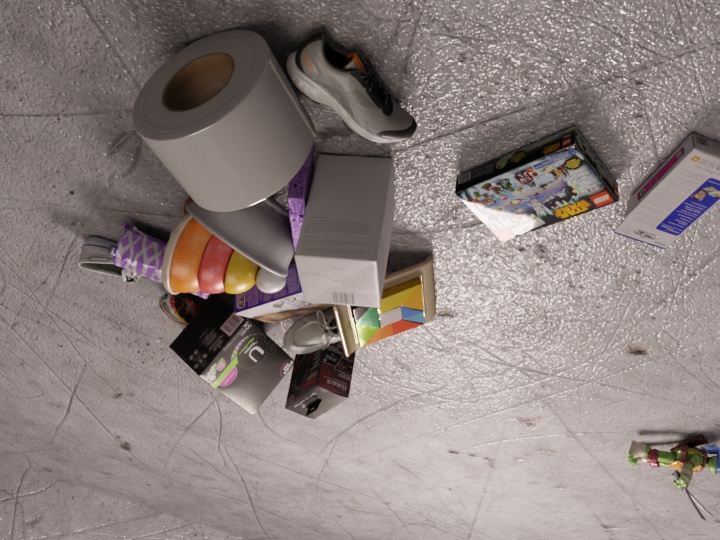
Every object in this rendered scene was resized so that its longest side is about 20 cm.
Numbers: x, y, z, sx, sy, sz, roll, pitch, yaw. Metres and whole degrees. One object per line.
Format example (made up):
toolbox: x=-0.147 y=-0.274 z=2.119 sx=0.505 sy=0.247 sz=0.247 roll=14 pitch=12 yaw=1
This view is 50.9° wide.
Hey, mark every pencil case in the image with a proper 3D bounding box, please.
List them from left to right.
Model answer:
pencil case: x=-0.356 y=-0.018 z=1.402 sx=0.199 sy=0.084 sz=0.086 roll=22 pitch=105 yaw=-7

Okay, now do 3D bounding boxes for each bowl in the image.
bowl: x=-0.175 y=-0.082 z=1.225 sx=0.201 sy=0.091 sz=0.201 roll=37 pitch=-177 yaw=-2

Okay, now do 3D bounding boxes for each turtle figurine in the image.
turtle figurine: x=0.708 y=0.470 z=1.718 sx=0.193 sy=0.144 sz=0.201 roll=11 pitch=106 yaw=32

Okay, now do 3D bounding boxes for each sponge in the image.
sponge: x=-0.088 y=-0.093 z=1.201 sx=0.030 sy=0.112 sz=0.200 roll=3 pitch=145 yaw=3

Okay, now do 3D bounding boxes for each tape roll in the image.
tape roll: x=-0.179 y=-0.198 z=1.001 sx=0.202 sy=0.204 sz=0.139 roll=-7 pitch=142 yaw=24

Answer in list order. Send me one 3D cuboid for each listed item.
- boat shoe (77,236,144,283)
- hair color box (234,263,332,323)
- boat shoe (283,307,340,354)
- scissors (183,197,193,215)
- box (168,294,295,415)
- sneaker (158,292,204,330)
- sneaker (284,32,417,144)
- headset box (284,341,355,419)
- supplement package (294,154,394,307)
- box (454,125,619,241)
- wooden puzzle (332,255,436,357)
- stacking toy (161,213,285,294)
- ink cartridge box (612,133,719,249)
boat shoe: x=-0.444 y=-0.005 z=1.465 sx=0.199 sy=0.067 sz=0.074 roll=12 pitch=146 yaw=-1
hair color box: x=-0.130 y=0.042 z=1.421 sx=0.199 sy=0.065 sz=0.109 roll=-16 pitch=157 yaw=36
boat shoe: x=-0.051 y=0.106 z=1.427 sx=0.201 sy=0.075 sz=0.086 roll=-18 pitch=178 yaw=-4
scissors: x=-0.304 y=-0.076 z=1.376 sx=0.073 sy=0.014 sz=0.200 roll=23 pitch=145 yaw=-20
box: x=-0.257 y=0.173 z=1.548 sx=0.124 sy=0.149 sz=0.200 roll=32 pitch=167 yaw=39
sneaker: x=-0.343 y=0.103 z=1.597 sx=0.082 sy=0.078 sz=0.200 roll=2 pitch=144 yaw=38
sneaker: x=-0.001 y=-0.239 z=1.008 sx=0.200 sy=0.074 sz=0.079 roll=30 pitch=136 yaw=-24
headset box: x=-0.077 y=0.197 z=1.529 sx=0.075 sy=0.201 sz=0.149 roll=24 pitch=144 yaw=-21
supplement package: x=-0.017 y=-0.062 z=1.146 sx=0.120 sy=0.201 sz=0.120 roll=4 pitch=145 yaw=9
box: x=0.260 y=-0.122 z=1.124 sx=0.199 sy=0.040 sz=0.137 roll=-21 pitch=135 yaw=37
wooden puzzle: x=0.052 y=0.073 z=1.369 sx=0.199 sy=0.037 sz=0.185 roll=-24 pitch=144 yaw=-10
stacking toy: x=-0.224 y=-0.005 z=1.289 sx=0.199 sy=0.147 sz=0.146 roll=17 pitch=146 yaw=7
ink cartridge box: x=0.458 y=-0.108 z=1.092 sx=0.094 sy=0.037 sz=0.200 roll=17 pitch=142 yaw=-9
